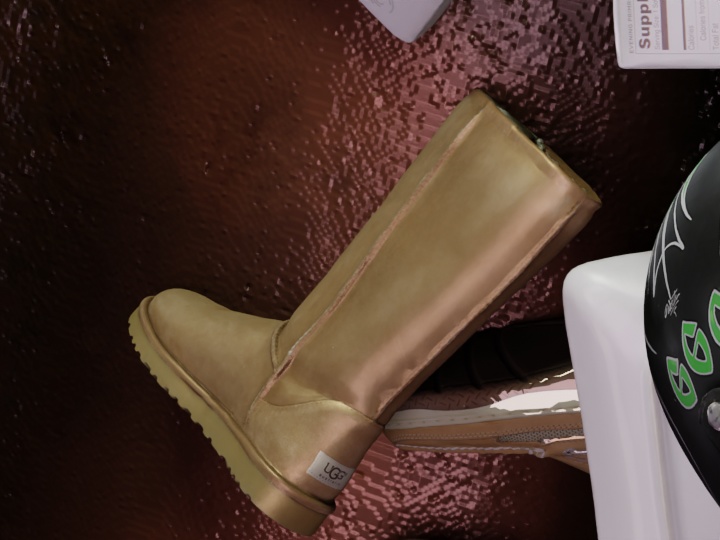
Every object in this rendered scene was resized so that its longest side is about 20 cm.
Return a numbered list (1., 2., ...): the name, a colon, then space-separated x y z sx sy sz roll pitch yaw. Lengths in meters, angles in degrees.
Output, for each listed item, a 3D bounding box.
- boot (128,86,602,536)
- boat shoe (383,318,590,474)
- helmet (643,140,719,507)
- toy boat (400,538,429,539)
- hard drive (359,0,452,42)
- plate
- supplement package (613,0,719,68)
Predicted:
1. boot: 0.000 0.000 1.276 0.200 0.066 0.175 -51 47 9
2. boat shoe: 0.104 0.066 1.263 0.199 0.072 0.077 -9 114 23
3. helmet: 0.207 0.016 1.078 0.199 0.192 0.201 -4 139 -4
4. toy boat: 0.024 0.234 1.306 0.130 0.131 0.201 18 111 15
5. hard drive: 0.017 -0.193 1.180 0.132 0.026 0.200 45 148 3
6. plate: 0.197 0.080 1.204 0.198 0.032 0.201 -10 103 -3
7. supplement package: 0.209 -0.145 1.130 0.199 0.114 0.110 2 106 22
